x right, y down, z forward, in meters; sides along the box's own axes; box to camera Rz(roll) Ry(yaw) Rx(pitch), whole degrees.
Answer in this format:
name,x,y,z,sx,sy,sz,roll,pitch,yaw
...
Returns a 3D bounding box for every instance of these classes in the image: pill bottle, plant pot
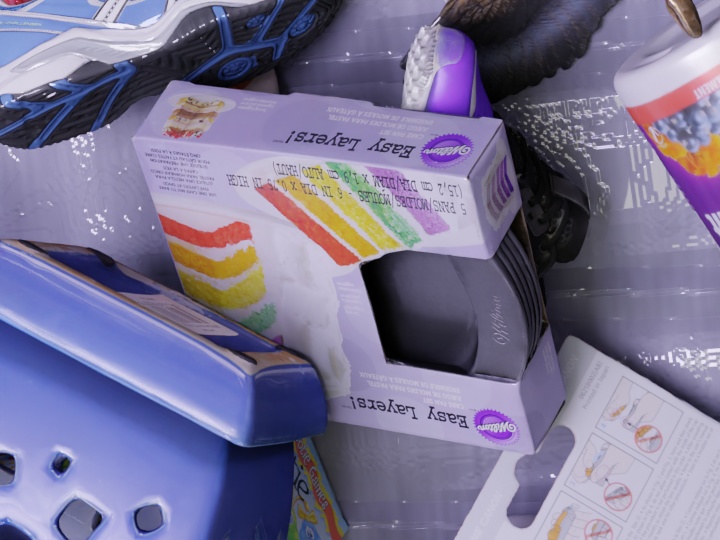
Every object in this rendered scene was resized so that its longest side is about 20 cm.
name,x,y,z,sx,sy,sz,roll,pitch,yaw
pill bottle,0.222,-0.042,1.222,0.111,0.111,0.200,-32,98,22
plant pot,-0.131,0.095,1.216,0.199,0.200,0.181,26,94,12

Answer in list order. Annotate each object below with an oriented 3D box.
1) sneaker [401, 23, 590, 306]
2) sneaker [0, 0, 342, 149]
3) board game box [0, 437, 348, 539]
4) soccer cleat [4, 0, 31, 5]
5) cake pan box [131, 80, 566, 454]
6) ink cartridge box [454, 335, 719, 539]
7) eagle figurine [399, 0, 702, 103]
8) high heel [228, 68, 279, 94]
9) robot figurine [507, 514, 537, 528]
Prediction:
name,x,y,z,sx,sy,sz,roll,pitch,yaw
sneaker,0.069,-0.045,1.269,0.099,0.070,0.201,4,138,5
sneaker,-0.105,-0.131,1.264,0.199,0.076,0.077,-17,65,-10
board game box,-0.126,0.143,1.383,0.199,0.103,0.105,-18,101,20
soccer cleat,-0.158,-0.164,1.316,0.200,0.076,0.067,-42,92,22
cake pan box,0.000,0.000,1.243,0.199,0.052,0.185,9,136,27
ink cartridge box,0.156,0.152,1.279,0.199,0.163,0.057,28,154,8
eagle figurine,0.080,-0.178,1.229,0.150,0.200,0.153,18,74,-26
high heel,-0.068,-0.054,1.338,0.200,0.067,0.096,52,140,10
robot figurine,0.080,0.230,1.337,0.125,0.150,0.201,37,116,36
